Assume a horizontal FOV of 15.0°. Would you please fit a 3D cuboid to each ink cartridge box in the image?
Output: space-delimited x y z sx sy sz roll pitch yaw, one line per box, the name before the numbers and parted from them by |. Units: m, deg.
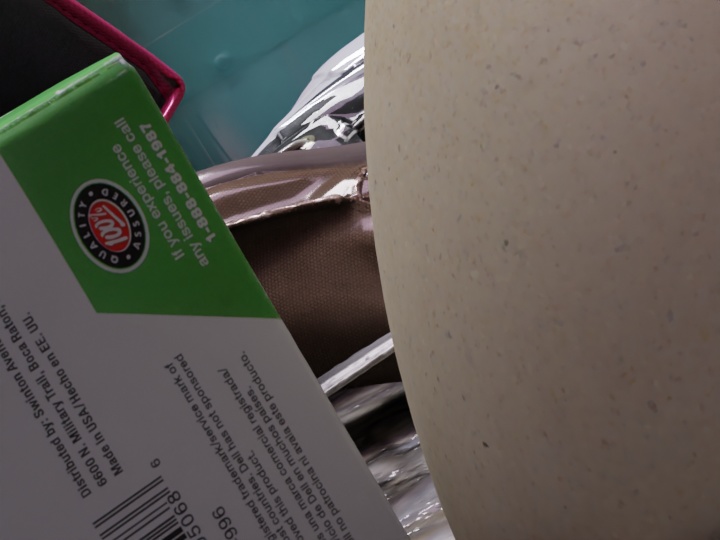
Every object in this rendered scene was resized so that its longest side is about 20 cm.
ink cartridge box | -0.109 0.063 0.632 0.200 0.147 0.083 -33 8 -32

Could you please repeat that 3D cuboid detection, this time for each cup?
cup | 0.080 -0.040 0.648 0.200 0.143 0.200 -27 9 5

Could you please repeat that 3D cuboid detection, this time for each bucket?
bucket | -0.024 -0.080 1.038 0.207 0.135 0.207 -30 5 3

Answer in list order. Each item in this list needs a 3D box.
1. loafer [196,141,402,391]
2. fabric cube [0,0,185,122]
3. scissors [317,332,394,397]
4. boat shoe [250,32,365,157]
loafer | 0.000 0.000 0.824 0.200 0.073 0.071 -22 27 -6
fabric cube | -0.200 0.001 0.782 0.200 0.196 0.199 -61 9 -26
scissors | -0.064 0.069 0.738 0.200 0.014 0.073 -29 6 9
boat shoe | -0.011 -0.012 0.905 0.200 0.072 0.071 -41 23 2
